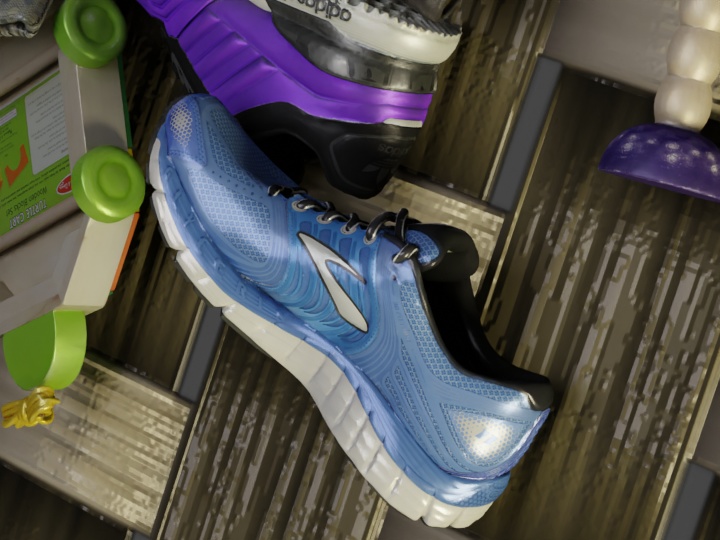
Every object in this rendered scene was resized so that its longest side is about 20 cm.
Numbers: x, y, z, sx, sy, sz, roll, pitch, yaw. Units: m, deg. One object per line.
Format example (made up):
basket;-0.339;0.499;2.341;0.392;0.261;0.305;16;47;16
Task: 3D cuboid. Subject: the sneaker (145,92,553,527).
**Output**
sneaker;0.000;0.000;0.945;0.200;0.078;0.089;46;112;9

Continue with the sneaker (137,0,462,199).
sneaker;-0.052;-0.087;1.021;0.199;0.069;0.100;28;109;40

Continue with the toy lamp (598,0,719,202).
toy lamp;0.134;-0.129;0.891;0.058;0.058;0.202;15;91;38

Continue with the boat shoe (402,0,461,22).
boat shoe;0.082;-0.176;0.937;0.201;0.072;0.066;-40;90;12

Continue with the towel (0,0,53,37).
towel;-0.189;-0.173;1.118;0.199;0.035;0.194;-3;56;33

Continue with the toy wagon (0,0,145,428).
toy wagon;-0.146;-0.029;1.084;0.155;0.039;0.202;-23;71;50
